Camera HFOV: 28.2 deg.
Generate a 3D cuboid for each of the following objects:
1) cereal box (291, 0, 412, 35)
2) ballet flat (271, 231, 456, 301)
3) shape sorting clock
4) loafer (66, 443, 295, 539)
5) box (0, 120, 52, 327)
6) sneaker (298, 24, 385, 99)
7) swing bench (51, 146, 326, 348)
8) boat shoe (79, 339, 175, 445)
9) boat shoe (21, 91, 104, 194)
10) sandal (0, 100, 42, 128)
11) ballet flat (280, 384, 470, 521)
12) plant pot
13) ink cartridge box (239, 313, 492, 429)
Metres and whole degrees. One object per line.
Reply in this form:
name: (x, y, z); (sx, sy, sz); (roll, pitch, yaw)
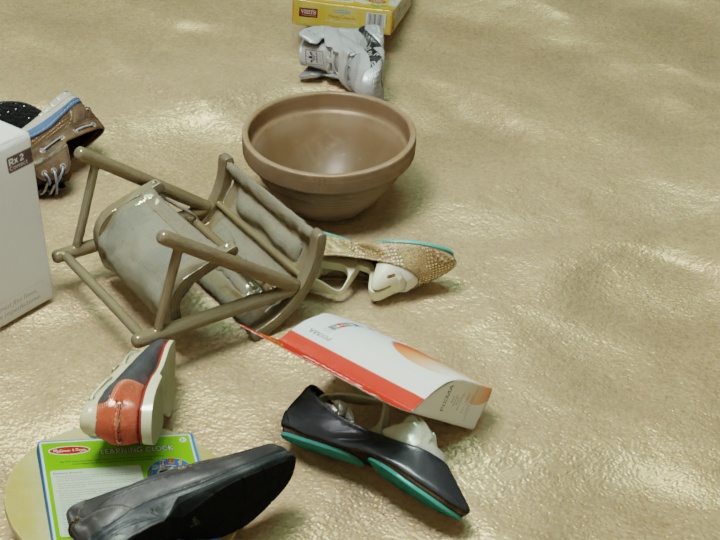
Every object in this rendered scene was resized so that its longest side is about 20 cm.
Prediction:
cereal box: (-0.007, -0.385, 2.052); (0.143, 0.040, 0.200); (8, 23, 9)
ballet flat: (0.000, 0.000, 1.505); (0.199, 0.071, 0.066); (6, 61, 12)
shape sorting clock: (-0.200, 0.196, 1.215); (0.199, 0.039, 0.201); (9, 35, -6)
loafer: (-0.143, 0.180, 1.159); (0.199, 0.073, 0.072); (-18, 45, -36)
box: (-0.428, -0.033, 1.407); (0.130, 0.201, 0.199); (23, 39, 32)
sneaker: (-0.026, -0.268, 1.879); (0.114, 0.076, 0.200); (0, 29, 0)
swing bench: (-0.175, -0.026, 1.460); (0.199, 0.130, 0.199); (-1, 28, -39)
boat shoe: (-0.202, 0.108, 1.282); (0.062, 0.072, 0.200); (0, 13, 1)
boat shoe: (-0.368, -0.128, 1.656); (0.072, 0.072, 0.200); (32, 56, 3)
sandal: (-0.466, -0.160, 1.712); (0.199, 0.076, 0.048); (-12, 18, -19)
ballet flat: (0.019, 0.150, 1.254); (0.199, 0.073, 0.073); (21, 39, 31)
plant pot: (-0.036, -0.121, 1.642); (0.199, 0.093, 0.201); (0, 35, 0)
ink cartridge box: (0.008, 0.079, 1.289); (0.162, 0.050, 0.200); (25, -2, 32)
